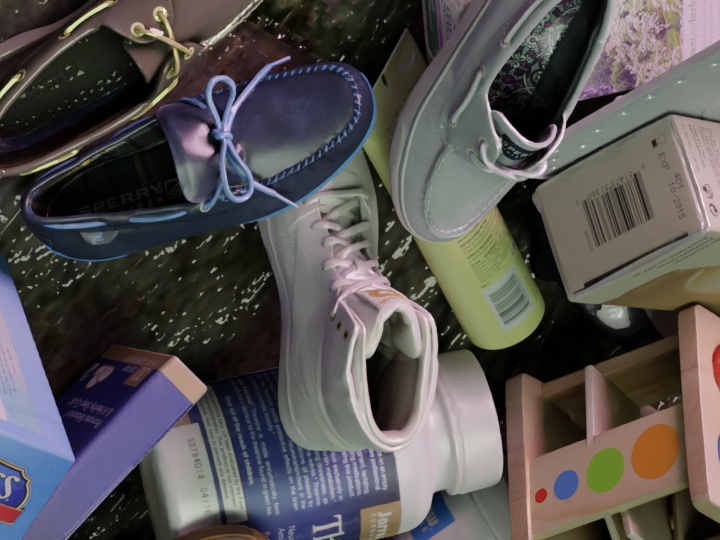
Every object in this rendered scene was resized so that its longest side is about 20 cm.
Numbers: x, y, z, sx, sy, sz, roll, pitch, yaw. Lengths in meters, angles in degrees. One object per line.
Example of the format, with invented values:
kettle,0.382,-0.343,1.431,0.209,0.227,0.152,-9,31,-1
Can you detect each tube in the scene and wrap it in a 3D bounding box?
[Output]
tube,0.048,-0.040,1.605,0.052,0.058,0.200,-27,130,2

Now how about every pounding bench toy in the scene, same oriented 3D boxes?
pounding bench toy,0.208,0.128,1.664,0.156,0.125,0.200,-23,143,34

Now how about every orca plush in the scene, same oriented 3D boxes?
orca plush,0.139,-0.008,1.671,0.200,0.071,0.106,39,60,-46

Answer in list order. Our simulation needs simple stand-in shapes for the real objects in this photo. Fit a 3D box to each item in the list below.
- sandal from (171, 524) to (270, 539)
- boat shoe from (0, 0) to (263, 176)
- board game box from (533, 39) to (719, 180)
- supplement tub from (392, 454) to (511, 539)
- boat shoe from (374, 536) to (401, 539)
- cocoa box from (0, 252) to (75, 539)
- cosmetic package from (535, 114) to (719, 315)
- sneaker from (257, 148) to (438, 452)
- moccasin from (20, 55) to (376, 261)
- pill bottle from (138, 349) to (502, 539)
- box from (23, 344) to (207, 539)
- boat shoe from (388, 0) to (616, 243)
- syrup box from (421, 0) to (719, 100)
sandal,-0.127,0.215,1.585,0.200,0.054,0.080,-31,134,5
boat shoe,-0.122,-0.116,1.483,0.201,0.060,0.072,-32,128,3
board game box,0.209,-0.097,1.545,0.200,0.026,0.200,3,155,-47
supplement tub,0.036,0.214,1.727,0.200,0.132,0.132,-36,128,6
boat shoe,-0.056,0.194,1.680,0.199,0.067,0.057,-7,108,22
cocoa box,-0.252,0.068,1.476,0.133,0.200,0.131,24,112,-32
cosmetic package,0.202,-0.027,1.593,0.105,0.071,0.200,-29,158,37
sneaker,0.000,0.000,1.530,0.073,0.115,0.201,-8,94,-27
moccasin,-0.086,-0.053,1.503,0.200,0.081,0.068,-28,162,11
pill bottle,-0.024,0.107,1.642,0.199,0.111,0.111,-12,127,-11
box,-0.177,0.123,1.550,0.032,0.121,0.200,46,76,-16
boat shoe,0.073,-0.086,1.467,0.070,0.072,0.201,9,124,-25
syrup box,0.136,-0.150,1.540,0.199,0.082,0.079,-13,127,-9
